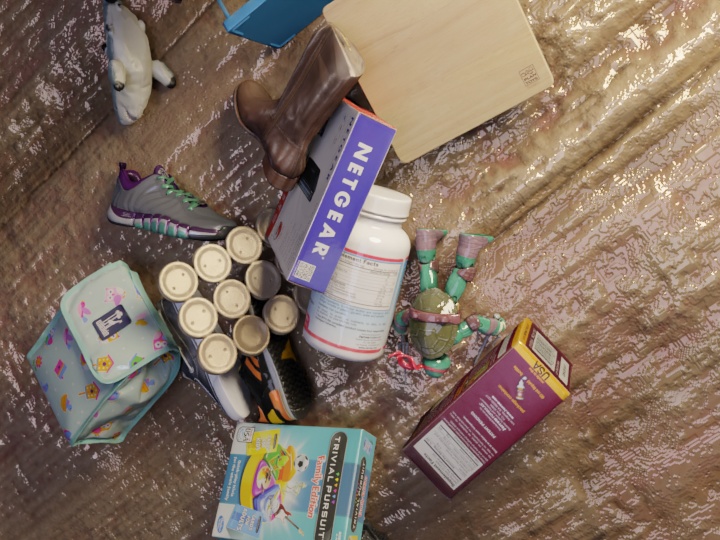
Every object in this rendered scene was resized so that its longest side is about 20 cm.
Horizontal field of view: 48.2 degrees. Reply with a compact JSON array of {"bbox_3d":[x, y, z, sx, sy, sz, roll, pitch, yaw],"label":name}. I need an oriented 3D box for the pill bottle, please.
[{"bbox_3d":[0.000,0.000,0.993,0.107,0.109,0.204,17,104,14],"label":"pill bottle"}]

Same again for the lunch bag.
[{"bbox_3d":[-0.343,0.111,1.098,0.201,0.121,0.171,-49,62,20],"label":"lunch bag"}]

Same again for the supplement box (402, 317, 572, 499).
[{"bbox_3d":[0.155,0.165,0.970,0.086,0.110,0.200,45,110,5],"label":"supplement box"}]

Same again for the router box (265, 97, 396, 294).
[{"bbox_3d":[-0.041,-0.100,0.946,0.048,0.180,0.203,20,103,-20],"label":"router box"}]

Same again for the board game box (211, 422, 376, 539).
[{"bbox_3d":[-0.087,0.281,1.046,0.197,0.047,0.154,-3,64,28],"label":"board game box"}]

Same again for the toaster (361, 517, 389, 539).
[{"bbox_3d":[0.004,0.430,1.066,0.199,0.113,0.130,37,112,10],"label":"toaster"}]

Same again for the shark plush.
[{"bbox_3d":[-0.331,-0.300,1.072,0.083,0.090,0.203,-16,100,50],"label":"shark plush"}]

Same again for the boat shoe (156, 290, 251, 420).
[{"bbox_3d":[-0.219,0.120,1.104,0.067,0.072,0.202,-30,87,18],"label":"boat shoe"}]

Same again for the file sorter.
[{"bbox_3d":[-0.079,-0.377,0.938,0.198,0.139,0.124,-32,86,20],"label":"file sorter"}]

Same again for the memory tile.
[{"bbox_3d":[-0.145,0.025,1.021,0.155,0.198,0.017,59,152,-1],"label":"memory tile"}]

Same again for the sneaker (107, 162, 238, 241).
[{"bbox_3d":[-0.252,-0.093,1.079,0.196,0.074,0.089,11,98,17],"label":"sneaker"}]

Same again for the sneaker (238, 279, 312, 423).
[{"bbox_3d":[-0.137,0.110,1.078,0.089,0.070,0.203,-19,90,29],"label":"sneaker"}]

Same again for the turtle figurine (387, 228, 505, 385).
[{"bbox_3d":[0.102,0.054,0.979,0.147,0.101,0.204,7,96,16],"label":"turtle figurine"}]

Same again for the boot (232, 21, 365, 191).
[{"bbox_3d":[-0.074,-0.225,0.943,0.201,0.063,0.188,-56,50,40],"label":"boot"}]

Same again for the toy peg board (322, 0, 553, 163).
[{"bbox_3d":[0.093,-0.268,0.937,0.198,0.098,0.201,-25,107,21],"label":"toy peg board"}]

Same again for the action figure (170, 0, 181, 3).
[{"bbox_3d":[-0.148,-0.379,0.859,0.199,0.069,0.131,-41,74,16],"label":"action figure"}]
